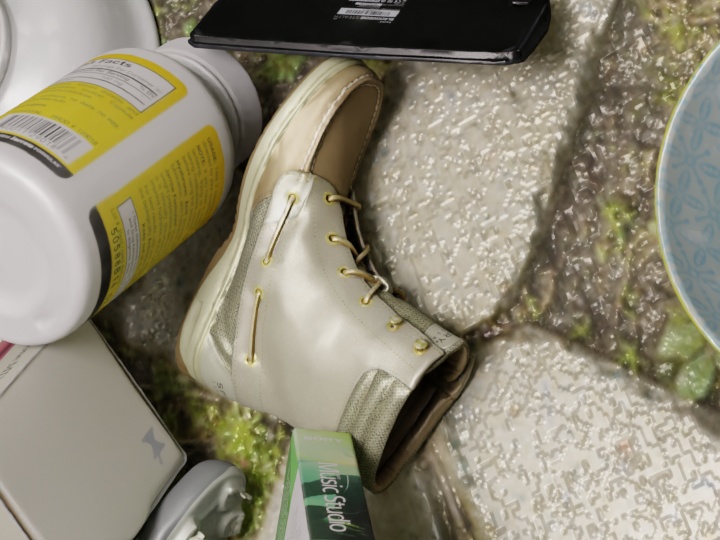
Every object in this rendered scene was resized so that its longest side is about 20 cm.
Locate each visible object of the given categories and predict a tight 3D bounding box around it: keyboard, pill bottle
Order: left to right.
[{"bbox_3d":[-0.136,-0.053,0.957,0.110,0.200,0.112,15,124,24],"label":"pill bottle"},{"bbox_3d":[0.012,-0.133,0.975,0.198,0.040,0.104,8,41,25],"label":"keyboard"}]

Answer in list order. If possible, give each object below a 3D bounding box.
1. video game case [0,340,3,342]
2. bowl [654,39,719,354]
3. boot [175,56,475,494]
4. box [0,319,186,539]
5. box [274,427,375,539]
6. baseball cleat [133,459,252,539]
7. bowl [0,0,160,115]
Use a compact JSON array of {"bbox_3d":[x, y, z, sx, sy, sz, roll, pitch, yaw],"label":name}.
[{"bbox_3d":[-0.247,0.042,1.068,0.198,0.023,0.184,0,99,28],"label":"video game case"},{"bbox_3d":[0.243,-0.027,0.804,0.198,0.107,0.202,-7,76,26],"label":"bowl"},{"bbox_3d":[0.000,0.000,0.951,0.154,0.072,0.201,30,99,30],"label":"boot"},{"bbox_3d":[-0.217,0.122,0.966,0.199,0.128,0.109,-22,110,33],"label":"box"},{"bbox_3d":[-0.020,0.182,0.843,0.036,0.200,0.146,6,110,-10],"label":"box"},{"bbox_3d":[-0.145,0.173,0.992,0.106,0.070,0.201,36,96,28],"label":"baseball cleat"},{"bbox_3d":[-0.227,-0.120,1.088,0.199,0.090,0.203,-6,77,26],"label":"bowl"}]
